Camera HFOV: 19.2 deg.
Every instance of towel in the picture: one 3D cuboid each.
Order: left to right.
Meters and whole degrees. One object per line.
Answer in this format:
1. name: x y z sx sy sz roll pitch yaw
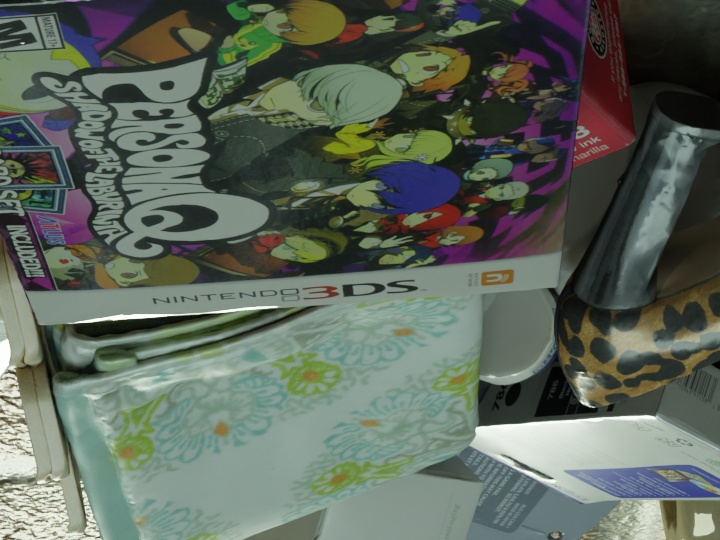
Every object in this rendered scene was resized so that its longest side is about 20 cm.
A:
1. towel: -0.033 0.049 0.847 0.171 0.048 0.200 -17 151 -9

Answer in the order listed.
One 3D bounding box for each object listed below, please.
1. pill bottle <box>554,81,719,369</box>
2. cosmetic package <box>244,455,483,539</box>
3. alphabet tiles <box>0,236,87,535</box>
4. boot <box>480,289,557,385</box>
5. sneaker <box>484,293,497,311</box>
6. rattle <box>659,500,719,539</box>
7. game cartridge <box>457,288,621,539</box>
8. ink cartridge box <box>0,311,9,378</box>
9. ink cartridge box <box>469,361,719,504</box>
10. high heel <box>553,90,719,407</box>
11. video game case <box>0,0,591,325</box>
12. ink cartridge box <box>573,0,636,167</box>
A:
1. pill bottle: 0.151 -0.019 0.960 0.200 0.113 0.112 21 145 -40
2. cosmetic package: -0.025 0.110 1.098 0.085 0.108 0.200 11 -165 -26
3. alphabet tiles: -0.138 -0.003 0.852 0.015 0.200 0.196 -12 116 -7
4. boot: 0.000 0.000 0.984 0.199 0.073 0.090 28 178 10
5. sneaker: -0.031 -0.044 0.882 0.199 0.074 0.116 20 152 5
6. rattle: 0.147 0.143 1.186 0.142 0.201 0.130 1 168 -14
7. game cartridge: 0.090 0.081 1.125 0.133 0.041 0.200 23 129 -14
8. ink cartridge box: -0.250 0.022 1.034 0.145 0.085 0.200 9 150 -24
9. ink cartridge box: 0.129 0.079 1.034 0.099 0.039 0.200 27 162 -22
10. high heel: 0.183 0.015 0.861 0.199 0.072 0.143 16 122 -6
11. video game case: -0.025 -0.044 0.637 0.180 0.036 0.200 -4 154 -1
12. ink cartridge box: -0.021 -0.121 0.688 0.144 0.146 0.200 -17 152 26
